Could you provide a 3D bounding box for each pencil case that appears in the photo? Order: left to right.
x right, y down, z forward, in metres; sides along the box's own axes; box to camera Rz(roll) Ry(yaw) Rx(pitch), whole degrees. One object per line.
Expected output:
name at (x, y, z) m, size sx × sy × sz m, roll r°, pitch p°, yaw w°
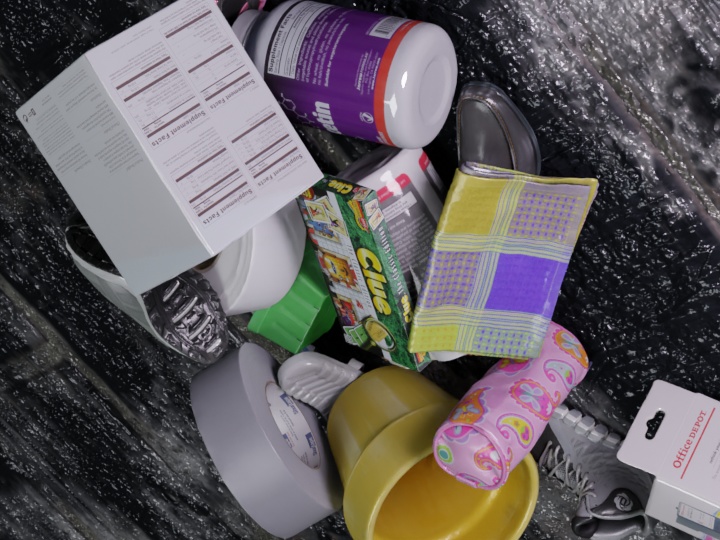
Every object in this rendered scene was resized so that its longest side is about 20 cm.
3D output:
pencil case at (0.149, 0.129, 1.595) m, size 0.087 × 0.200 × 0.088 m, roll 17°, pitch 127°, yaw 24°

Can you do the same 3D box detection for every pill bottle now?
pill bottle at (-0.020, -0.181, 1.479) m, size 0.199 × 0.113 × 0.113 m, roll 15°, pitch 137°, yaw 27°
pill bottle at (0.056, -0.017, 1.571) m, size 0.110 × 0.111 × 0.201 m, roll -17°, pitch 110°, yaw 47°

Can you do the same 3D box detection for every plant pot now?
plant pot at (0.059, 0.202, 1.730) m, size 0.189 × 0.200 × 0.202 m, roll 51°, pitch 162°, yaw 50°

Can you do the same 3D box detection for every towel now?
towel at (0.128, -0.005, 1.502) m, size 0.143 × 0.023 × 0.201 m, roll 7°, pitch 118°, yaw -21°

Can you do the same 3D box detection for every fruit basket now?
fruit basket at (-0.095, -0.022, 1.740) m, size 0.200 × 0.093 × 0.186 m, roll 48°, pitch 140°, yaw 19°

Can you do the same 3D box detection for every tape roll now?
tape roll at (-0.144, -0.053, 1.664) m, size 0.202 × 0.070 × 0.204 m, roll 13°, pitch 108°, yaw 46°
tape roll at (-0.097, 0.179, 1.729) m, size 0.066 × 0.201 × 0.201 m, roll -32°, pitch 111°, yaw 12°

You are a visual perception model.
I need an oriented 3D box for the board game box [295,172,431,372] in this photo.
board game box at (0.000, 0.000, 1.533) m, size 0.104 × 0.023 × 0.201 m, roll 17°, pitch 138°, yaw 42°

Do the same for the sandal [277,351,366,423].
sandal at (-0.023, 0.123, 1.808) m, size 0.082 × 0.050 × 0.203 m, roll -29°, pitch 146°, yaw 14°

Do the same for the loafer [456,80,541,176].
loafer at (0.124, -0.078, 1.502) m, size 0.072 × 0.072 × 0.201 m, roll 6°, pitch 132°, yaw 35°

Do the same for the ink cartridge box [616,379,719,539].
ink cartridge box at (0.351, 0.198, 1.571) m, size 0.199 × 0.117 × 0.068 m, roll 24°, pitch 143°, yaw 17°

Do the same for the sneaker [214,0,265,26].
sneaker at (-0.140, -0.224, 1.544) m, size 0.079 × 0.095 × 0.201 m, roll 19°, pitch 137°, yaw 24°

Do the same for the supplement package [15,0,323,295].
supplement package at (-0.170, -0.113, 1.463) m, size 0.151 × 0.150 × 0.201 m, roll -23°, pitch 101°, yaw 53°

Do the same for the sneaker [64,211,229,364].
sneaker at (-0.210, 0.019, 1.633) m, size 0.200 × 0.074 × 0.079 m, roll 41°, pitch 158°, yaw 7°

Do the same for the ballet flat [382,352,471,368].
ballet flat at (0.066, 0.069, 1.707) m, size 0.199 × 0.064 × 0.076 m, roll -19°, pitch 119°, yaw 48°

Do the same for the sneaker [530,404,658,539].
sneaker at (0.222, 0.214, 1.690) m, size 0.199 × 0.116 × 0.075 m, roll 20°, pitch 139°, yaw 20°
